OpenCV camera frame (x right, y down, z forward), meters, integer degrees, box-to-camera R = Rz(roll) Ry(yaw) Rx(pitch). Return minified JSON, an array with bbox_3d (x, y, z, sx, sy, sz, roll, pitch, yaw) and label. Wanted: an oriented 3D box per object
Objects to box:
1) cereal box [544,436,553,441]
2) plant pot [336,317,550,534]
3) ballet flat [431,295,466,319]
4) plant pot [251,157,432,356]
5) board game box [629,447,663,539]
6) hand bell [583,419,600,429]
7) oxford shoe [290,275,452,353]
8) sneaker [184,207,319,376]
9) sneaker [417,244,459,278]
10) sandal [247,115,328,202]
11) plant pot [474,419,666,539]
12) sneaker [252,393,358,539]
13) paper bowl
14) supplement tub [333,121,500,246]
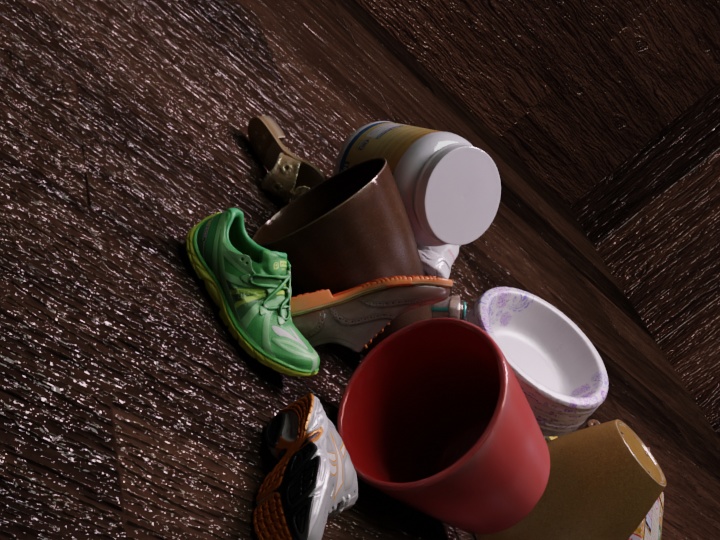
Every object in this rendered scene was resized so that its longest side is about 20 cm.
[{"bbox_3d":[0.232,0.183,1.598,0.200,0.039,0.144,52,14,-5],"label":"cereal box"},{"bbox_3d":[0.102,0.177,1.093,0.177,0.200,0.201,46,16,-40],"label":"plant pot"},{"bbox_3d":[0.112,0.083,1.459,0.200,0.067,0.069,83,10,-64],"label":"ballet flat"},{"bbox_3d":[0.000,0.000,1.235,0.201,0.186,0.187,58,15,-15],"label":"plant pot"},{"bbox_3d":[0.357,0.353,1.343,0.152,0.046,0.201,59,38,-47],"label":"board game box"},{"bbox_3d":[0.293,0.264,1.336,0.104,0.103,0.201,-111,-170,-47],"label":"hand bell"},{"bbox_3d":[0.007,0.049,1.121,0.071,0.198,0.074,141,-62,-85],"label":"oxford shoe"},{"bbox_3d":[-0.103,0.022,1.053,0.201,0.083,0.074,54,17,10],"label":"sneaker"},{"bbox_3d":[0.061,-0.036,1.445,0.199,0.100,0.078,17,-31,39],"label":"sneaker"},{"bbox_3d":[-0.112,-0.129,1.409,0.069,0.078,0.212,-16,55,-37],"label":"sandal"},{"bbox_3d":[0.254,0.272,1.230,0.186,0.200,0.187,44,17,-17],"label":"plant pot"},{"bbox_3d":[-0.034,0.191,0.898,0.092,0.075,0.200,48,18,-19],"label":"sneaker"},{"bbox_3d":[0.207,0.126,1.317,0.199,0.105,0.201,24,32,-16],"label":"paper bowl"},{"bbox_3d":[0.071,-0.112,1.338,0.144,0.145,0.200,37,-9,-35],"label":"supplement tub"}]
